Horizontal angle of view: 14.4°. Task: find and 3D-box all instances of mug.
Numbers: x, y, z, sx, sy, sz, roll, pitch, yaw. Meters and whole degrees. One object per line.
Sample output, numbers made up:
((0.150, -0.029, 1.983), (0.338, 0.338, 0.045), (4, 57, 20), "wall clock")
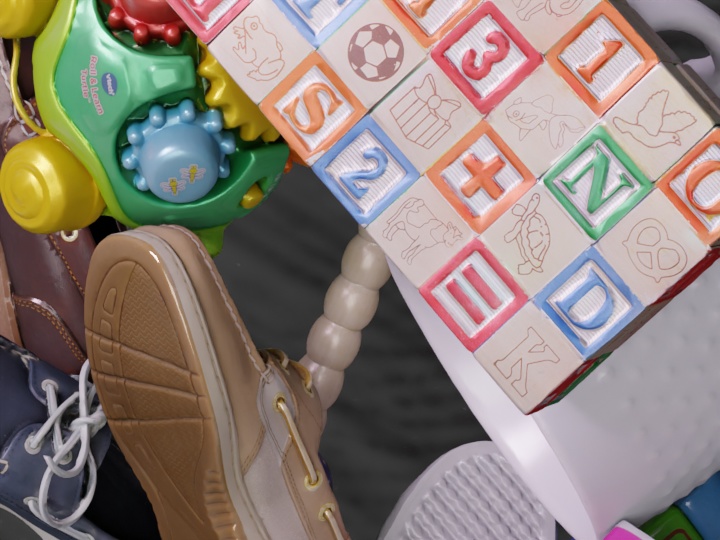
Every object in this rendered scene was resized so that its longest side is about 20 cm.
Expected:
((0.111, -0.018, 1.086), (0.175, 0.148, 0.200), (-34, 130, -7), "mug")

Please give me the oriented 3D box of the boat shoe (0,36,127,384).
((-0.126, -0.048, 1.162), (0.070, 0.070, 0.201), (-7, 110, 20), "boat shoe")

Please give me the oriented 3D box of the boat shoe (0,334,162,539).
((-0.119, 0.074, 1.139), (0.062, 0.075, 0.200), (-12, 135, 33), "boat shoe")

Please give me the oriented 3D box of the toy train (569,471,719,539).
((0.182, 0.164, 1.171), (0.116, 0.085, 0.200), (-38, 98, -4), "toy train")

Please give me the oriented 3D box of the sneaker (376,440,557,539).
((0.026, 0.169, 1.188), (0.078, 0.079, 0.201), (18, 81, -1), "sneaker")

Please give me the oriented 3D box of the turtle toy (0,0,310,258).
((-0.067, -0.103, 1.097), (0.101, 0.146, 0.201), (0, 103, 41), "turtle toy")

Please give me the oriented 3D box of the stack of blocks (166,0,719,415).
((0.039, -0.064, 0.990), (0.115, 0.059, 0.200), (-43, 81, 13), "stack of blocks")

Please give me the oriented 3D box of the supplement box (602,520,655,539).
((0.102, 0.206, 1.086), (0.103, 0.101, 0.200), (34, 147, 22), "supplement box")

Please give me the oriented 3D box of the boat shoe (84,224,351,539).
((-0.049, 0.062, 1.116), (0.074, 0.069, 0.201), (15, 129, 44), "boat shoe")

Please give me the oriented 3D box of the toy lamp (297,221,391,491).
((0.000, 0.000, 1.165), (0.058, 0.058, 0.200), (25, 102, 1), "toy lamp")
